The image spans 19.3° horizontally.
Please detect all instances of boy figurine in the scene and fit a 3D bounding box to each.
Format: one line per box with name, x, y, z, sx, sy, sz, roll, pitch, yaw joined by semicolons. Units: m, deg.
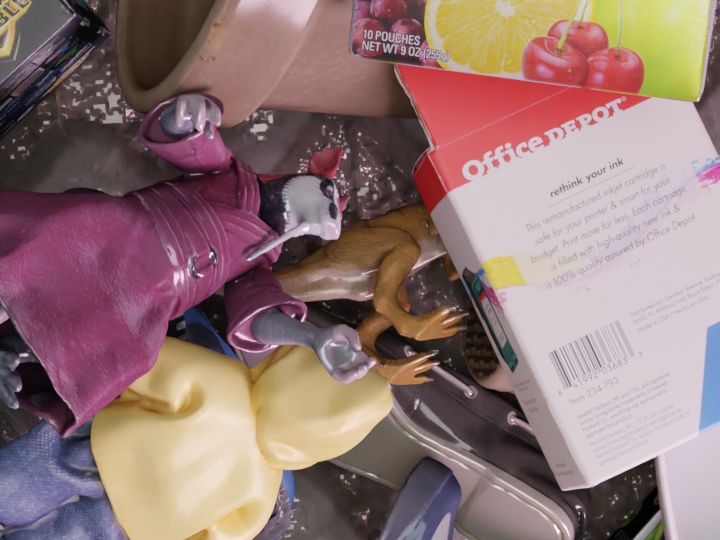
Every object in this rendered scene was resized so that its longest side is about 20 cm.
boy figurine;-0.085;0.076;0.940;0.199;0.064;0.125;-23;110;2

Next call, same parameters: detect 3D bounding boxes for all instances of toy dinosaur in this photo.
toy dinosaur;0.000;0.000;0.998;0.199;0.060;0.107;-22;61;-5

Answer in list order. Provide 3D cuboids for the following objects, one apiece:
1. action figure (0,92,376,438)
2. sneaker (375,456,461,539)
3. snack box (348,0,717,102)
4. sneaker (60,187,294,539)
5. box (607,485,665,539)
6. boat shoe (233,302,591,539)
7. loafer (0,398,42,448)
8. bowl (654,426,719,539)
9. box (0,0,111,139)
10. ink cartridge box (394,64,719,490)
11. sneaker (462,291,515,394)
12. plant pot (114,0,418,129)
action figure;-0.086;-0.001;0.898;0.199;0.149;0.135;-22;97;-35
sneaker;0.032;0.191;1.002;0.082;0.070;0.201;15;96;15
snack box;0.076;-0.174;0.821;0.142;0.053;0.201;8;103;7
sneaker;-0.095;0.043;1.001;0.066;0.079;0.201;-27;112;7
box;0.177;0.161;1.062;0.110;0.035;0.200;41;92;-6
boat shoe;0.026;0.072;1.043;0.200;0.057;0.067;36;128;-2
loafer;-0.200;0.078;0.998;0.200;0.070;0.075;-40;132;-24
bowl;0.229;0.073;0.998;0.199;0.075;0.201;-4;82;-5
box;-0.205;-0.061;0.959;0.200;0.159;0.046;-42;93;2
ink cartridge box;0.101;-0.018;0.928;0.116;0.067;0.201;-24;86;-8
sneaker;0.103;-0.037;1.035;0.075;0.070;0.201;11;93;-29
plant pot;0.002;-0.143;0.962;0.174;0.200;0.201;17;94;-22
